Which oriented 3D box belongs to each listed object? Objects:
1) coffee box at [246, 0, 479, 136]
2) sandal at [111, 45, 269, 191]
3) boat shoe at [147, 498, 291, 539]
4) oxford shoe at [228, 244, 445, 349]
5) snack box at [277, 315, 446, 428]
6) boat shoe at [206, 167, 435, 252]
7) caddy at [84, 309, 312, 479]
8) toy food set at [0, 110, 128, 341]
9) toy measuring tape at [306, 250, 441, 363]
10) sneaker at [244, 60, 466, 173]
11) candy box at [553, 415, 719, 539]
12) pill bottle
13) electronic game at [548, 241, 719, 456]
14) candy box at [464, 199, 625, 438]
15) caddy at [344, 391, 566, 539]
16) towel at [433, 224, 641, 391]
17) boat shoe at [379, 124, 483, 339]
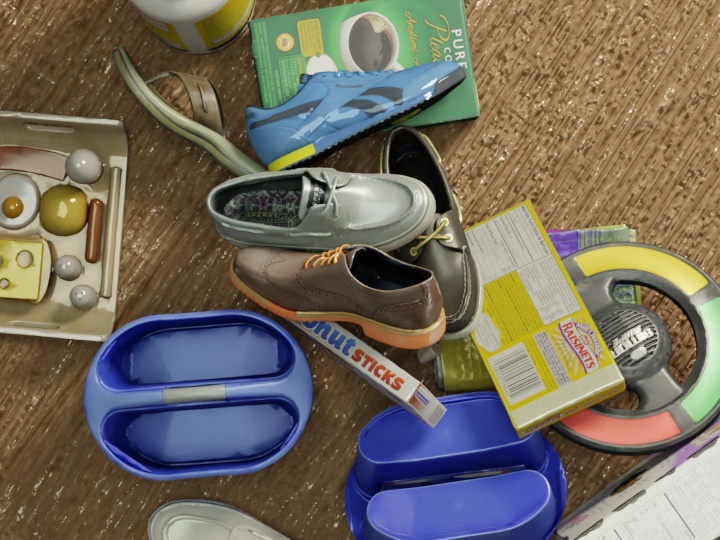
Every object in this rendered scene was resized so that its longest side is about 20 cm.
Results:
[{"bbox_3d":[0.004,-0.182,1.480,0.198,0.044,0.124,-10,87,1],"label":"coffee box"},{"bbox_3d":[-0.140,-0.140,1.467,0.200,0.080,0.057,37,92,-6],"label":"sandal"},{"bbox_3d":[-0.098,0.260,1.439,0.199,0.070,0.071,25,87,3],"label":"boat shoe"},{"bbox_3d":[-0.021,0.002,1.367,0.199,0.073,0.071,13,44,18],"label":"oxford shoe"},{"bbox_3d":[-0.014,0.067,1.407,0.200,0.072,0.024,34,84,32],"label":"snack box"},{"bbox_3d":[-0.038,-0.053,1.389,0.199,0.072,0.071,-3,73,16],"label":"boat shoe"},{"bbox_3d":[-0.140,0.109,1.424,0.198,0.105,0.143,-5,85,1],"label":"caddy"},{"bbox_3d":[-0.291,-0.041,1.470,0.142,0.060,0.202,4,86,2],"label":"toy food set"},{"bbox_3d":[0.000,0.000,1.451,0.073,0.074,0.201,-29,83,-1],"label":"toy measuring tape"},{"bbox_3d":[-0.007,-0.154,1.425,0.199,0.066,0.079,-24,86,1],"label":"sneaker"},{"bbox_3d":[0.267,0.198,1.384,0.199,0.168,0.072,-36,86,-1],"label":"candy box"},{"bbox_3d":[-0.153,-0.262,1.412,0.110,0.200,0.112,0,86,1],"label":"pill bottle"},{"bbox_3d":[0.231,0.065,1.407,0.198,0.042,0.201,-3,63,5],"label":"electronic game"},{"bbox_3d":[0.142,0.039,1.406,0.102,0.026,0.201,-23,58,-1],"label":"candy box"},{"bbox_3d":[0.083,0.189,1.425,0.198,0.105,0.142,-8,62,1],"label":"caddy"},{"bbox_3d":[0.157,0.034,1.472,0.198,0.023,0.145,-3,85,1],"label":"towel"},{"bbox_3d":[0.056,-0.035,1.420,0.071,0.061,0.202,-19,59,6],"label":"boat shoe"}]
